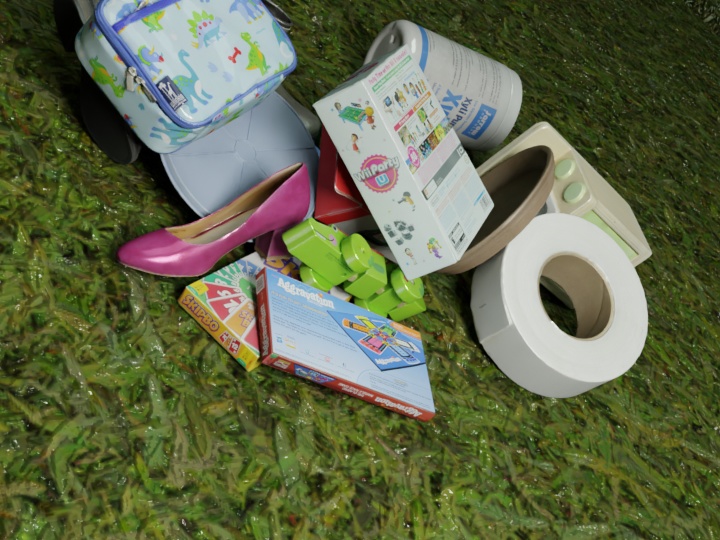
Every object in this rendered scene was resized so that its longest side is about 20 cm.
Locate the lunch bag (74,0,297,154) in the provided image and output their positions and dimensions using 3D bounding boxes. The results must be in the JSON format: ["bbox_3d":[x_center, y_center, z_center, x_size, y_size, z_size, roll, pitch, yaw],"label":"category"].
[{"bbox_3d":[-0.170,-0.219,1.096,0.161,0.082,0.200,53,46,-2],"label":"lunch bag"}]

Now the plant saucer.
[{"bbox_3d":[0.150,-0.066,1.284,0.029,0.200,0.200,45,29,-15],"label":"plant saucer"}]

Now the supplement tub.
[{"bbox_3d":[0.111,-0.255,1.549,0.199,0.132,0.132,17,36,-27],"label":"supplement tub"}]

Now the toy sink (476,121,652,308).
[{"bbox_3d":[0.248,-0.064,1.387,0.200,0.130,0.112,38,26,-34],"label":"toy sink"}]

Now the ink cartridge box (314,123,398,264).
[{"bbox_3d":[0.015,-0.095,1.212,0.200,0.067,0.117,28,59,-47],"label":"ink cartridge box"}]

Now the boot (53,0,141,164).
[{"bbox_3d":[-0.211,-0.220,1.154,0.173,0.069,0.201,-18,92,-41],"label":"boot"}]

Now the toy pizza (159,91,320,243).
[{"bbox_3d":[-0.127,-0.118,1.159,0.199,0.032,0.202,19,57,-32],"label":"toy pizza"}]

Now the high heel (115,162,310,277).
[{"bbox_3d":[-0.134,-0.051,1.046,0.199,0.097,0.067,-5,28,-32],"label":"high heel"}]

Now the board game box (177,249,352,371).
[{"bbox_3d":[-0.084,0.025,1.091,0.095,0.030,0.200,43,29,10],"label":"board game box"}]

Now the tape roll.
[{"bbox_3d":[0.225,0.039,1.260,0.201,0.071,0.204,10,66,-24],"label":"tape roll"}]

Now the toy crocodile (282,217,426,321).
[{"bbox_3d":[0.000,0.000,1.115,0.200,0.067,0.062,31,38,-39],"label":"toy crocodile"}]

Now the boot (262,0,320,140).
[{"bbox_3d":[-0.113,-0.244,1.311,0.199,0.131,0.068,31,32,-10],"label":"boot"}]

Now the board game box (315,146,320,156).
[{"bbox_3d":[-0.141,-0.130,1.218,0.200,0.039,0.158,44,48,1],"label":"board game box"}]

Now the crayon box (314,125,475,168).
[{"bbox_3d":[0.051,-0.137,1.404,0.199,0.058,0.119,1,46,-44],"label":"crayon box"}]

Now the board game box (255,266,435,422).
[{"bbox_3d":[-0.013,0.073,1.071,0.199,0.019,0.103,24,41,-33],"label":"board game box"}]

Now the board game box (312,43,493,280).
[{"bbox_3d":[0.049,-0.113,1.132,0.201,0.064,0.148,61,29,-13],"label":"board game box"}]
